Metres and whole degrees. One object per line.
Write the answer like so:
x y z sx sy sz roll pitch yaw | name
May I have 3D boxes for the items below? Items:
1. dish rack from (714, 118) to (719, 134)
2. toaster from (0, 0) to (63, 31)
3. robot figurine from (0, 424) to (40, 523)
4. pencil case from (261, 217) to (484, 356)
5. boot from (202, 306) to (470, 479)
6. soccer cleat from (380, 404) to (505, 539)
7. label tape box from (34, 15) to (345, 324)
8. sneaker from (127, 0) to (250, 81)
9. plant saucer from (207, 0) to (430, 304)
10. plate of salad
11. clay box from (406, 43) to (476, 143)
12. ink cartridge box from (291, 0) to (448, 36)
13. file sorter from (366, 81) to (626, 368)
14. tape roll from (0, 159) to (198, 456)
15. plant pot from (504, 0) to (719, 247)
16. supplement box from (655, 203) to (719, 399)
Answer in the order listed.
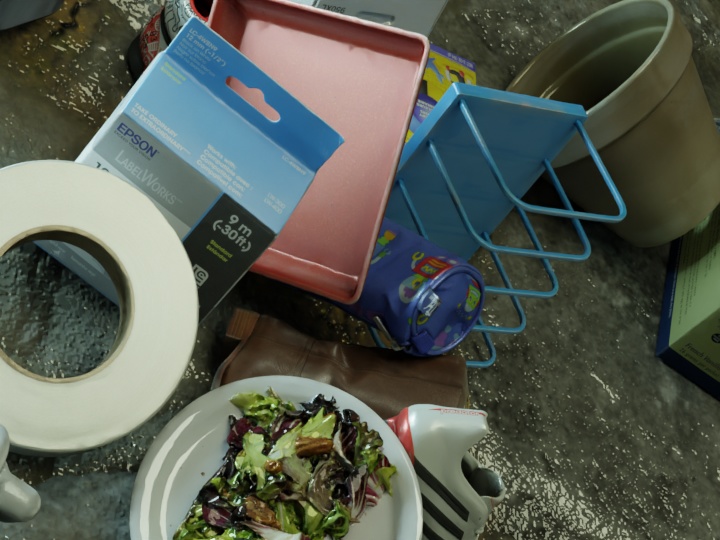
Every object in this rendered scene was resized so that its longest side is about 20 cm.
0.426 -0.077 1.962 0.199 0.172 0.044 35 87 -14 | dish rack
-0.307 -0.268 1.483 0.180 0.119 0.201 -22 75 -46 | toaster
-0.295 0.113 1.204 0.199 0.113 0.171 34 68 -14 | robot figurine
0.000 0.000 1.501 0.199 0.078 0.087 27 64 35 | pencil case
-0.013 0.111 1.433 0.198 0.065 0.187 15 45 -3 | boot
0.064 0.180 1.414 0.084 0.201 0.069 -6 33 5 | soccer cleat
-0.127 -0.060 1.410 0.143 0.200 0.066 38 32 -10 | label tape box
-0.107 -0.131 1.555 0.067 0.108 0.202 -14 69 -45 | sneaker
-0.047 -0.095 1.471 0.198 0.202 0.037 18 5 31 | plant saucer
-0.056 0.160 1.318 0.198 0.048 0.202 1 64 -1 | plate of salad
0.048 -0.117 1.723 0.114 0.048 0.201 21 46 -26 | clay box
-0.022 -0.298 1.738 0.144 0.085 0.201 1 42 -40 | ink cartridge box
0.093 -0.029 1.567 0.138 0.200 0.123 6 47 -37 | file sorter
-0.210 0.025 1.338 0.201 0.037 0.205 4 79 -20 | tape roll
0.249 -0.124 1.812 0.174 0.199 0.201 49 39 -22 | plant pot
0.395 -0.005 1.816 0.134 0.200 0.201 32 43 -16 | supplement box
